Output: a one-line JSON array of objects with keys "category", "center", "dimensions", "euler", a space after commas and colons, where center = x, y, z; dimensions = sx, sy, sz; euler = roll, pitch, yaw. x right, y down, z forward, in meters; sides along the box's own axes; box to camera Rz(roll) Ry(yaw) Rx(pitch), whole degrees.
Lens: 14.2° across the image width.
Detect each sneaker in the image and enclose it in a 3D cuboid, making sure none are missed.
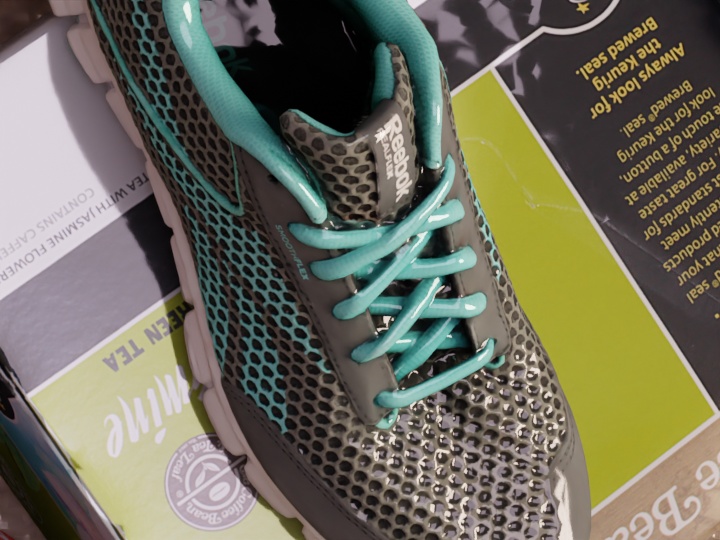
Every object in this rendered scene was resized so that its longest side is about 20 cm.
[{"category": "sneaker", "center": [-0.006, -0.012, 0.617], "dimensions": [0.077, 0.091, 0.200], "euler": [-31, 96, -13]}]

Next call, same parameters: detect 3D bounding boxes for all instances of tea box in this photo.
[{"category": "tea box", "center": [0.000, 0.000, 0.735], "dimensions": [0.200, 0.134, 0.197], "euler": [-35, 96, -14]}]

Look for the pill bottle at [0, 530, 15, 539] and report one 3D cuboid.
[{"category": "pill bottle", "center": [-0.133, 0.095, 0.676], "dimensions": [0.200, 0.111, 0.112], "euler": [39, 77, -41]}]
